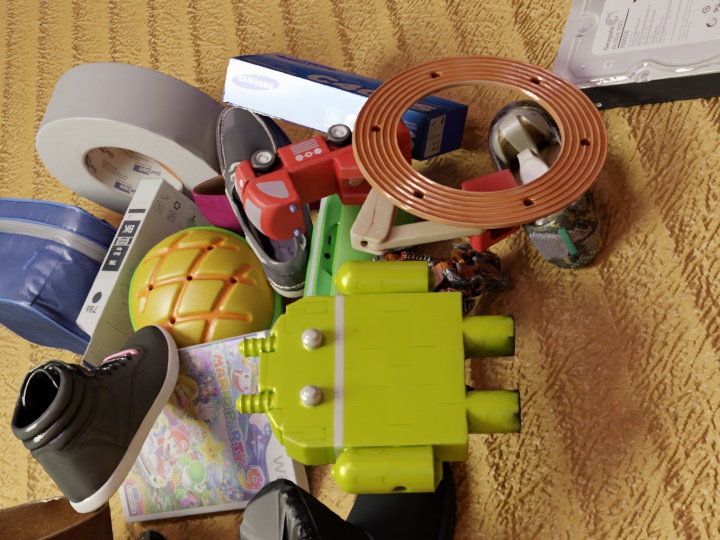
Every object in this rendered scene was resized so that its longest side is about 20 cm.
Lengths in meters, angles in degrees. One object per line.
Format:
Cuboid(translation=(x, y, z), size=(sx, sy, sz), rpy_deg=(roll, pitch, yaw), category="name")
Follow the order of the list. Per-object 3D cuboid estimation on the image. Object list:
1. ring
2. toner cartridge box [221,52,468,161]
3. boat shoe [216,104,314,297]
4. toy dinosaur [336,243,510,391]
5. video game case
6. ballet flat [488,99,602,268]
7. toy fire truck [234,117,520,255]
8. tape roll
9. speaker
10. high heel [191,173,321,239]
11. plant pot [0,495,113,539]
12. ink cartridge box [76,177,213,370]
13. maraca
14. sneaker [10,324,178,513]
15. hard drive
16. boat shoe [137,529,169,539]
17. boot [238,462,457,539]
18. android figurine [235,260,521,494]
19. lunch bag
Cuboid(translation=(0.093, -0.101, 1.075), size=(0.200, 0.019, 0.201), rpy_deg=(0, 47, 0), category="ring")
Cuboid(translation=(-0.013, -0.149, 1.218), size=(0.200, 0.095, 0.043), rpy_deg=(19, 108, 21), category="toner cartridge box")
Cuboid(translation=(-0.085, -0.075, 1.219), size=(0.073, 0.063, 0.200), rpy_deg=(-21, 68, 3), category="boat shoe")
Cuboid(translation=(0.036, 0.041, 1.066), size=(0.200, 0.102, 0.136), rpy_deg=(-29, 61, -11), category="toy dinosaur")
Cuboid(translation=(-0.141, 0.137, 1.175), size=(0.200, 0.018, 0.143), rpy_deg=(-13, 88, 33), category="video game case")
Cuboid(translation=(0.144, -0.090, 1.118), size=(0.072, 0.072, 0.200), rpy_deg=(-34, 44, 16), category="ballet flat")
Cuboid(translation=(0.012, -0.058, 1.089), size=(0.200, 0.049, 0.141), rpy_deg=(-20, 51, -11), category="toy fire truck")
Cuboid(translation=(-0.214, -0.120, 1.343), size=(0.200, 0.200, 0.066), rpy_deg=(-4, 59, 38), category="tape roll")
Cuboid(translation=(0.000, 0.000, 1.162), size=(0.088, 0.088, 0.200), rpy_deg=(-15, 52, 32), category="speaker")
Cuboid(translation=(-0.057, -0.095, 1.269), size=(0.200, 0.096, 0.067), rpy_deg=(-38, 43, 13), category="high heel")
Cuboid(translation=(-0.267, 0.303, 1.087), size=(0.187, 0.187, 0.200), rpy_deg=(-12, 94, 34), category="plant pot")
Cuboid(translation=(-0.206, 0.021, 1.311), size=(0.039, 0.099, 0.200), rpy_deg=(1, 61, 41), category="ink cartridge box")
Cuboid(translation=(-0.130, 0.044, 1.230), size=(0.137, 0.107, 0.200), rpy_deg=(-36, 63, -4), category="maraca")
Cuboid(translation=(-0.214, 0.090, 1.106), size=(0.071, 0.099, 0.200), rpy_deg=(-22, 30, 29), category="sneaker")
Cuboid(translation=(0.261, -0.204, 1.125), size=(0.200, 0.038, 0.140), rpy_deg=(-1, 60, 40), category="hard drive")
Cuboid(translation=(-0.138, 0.268, 1.097), size=(0.200, 0.073, 0.062), rpy_deg=(21, 79, 51), category="boat shoe")
Cuboid(translation=(-0.008, 0.182, 0.977), size=(0.076, 0.168, 0.200), rpy_deg=(-14, 52, 33), category="boot")
Cuboid(translation=(0.012, 0.074, 0.964), size=(0.200, 0.041, 0.182), rpy_deg=(0, 58, 2), category="android figurine")
Cuboid(translation=(-0.309, -0.001, 1.385), size=(0.200, 0.136, 0.132), rpy_deg=(9, 67, 45), category="lunch bag")
